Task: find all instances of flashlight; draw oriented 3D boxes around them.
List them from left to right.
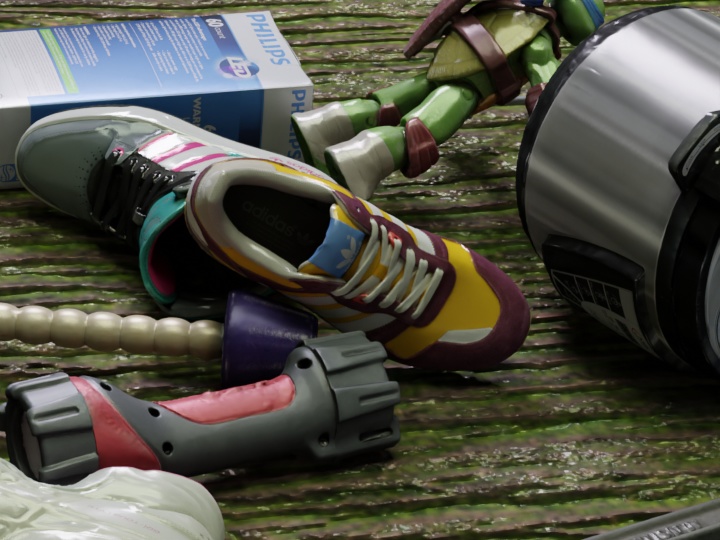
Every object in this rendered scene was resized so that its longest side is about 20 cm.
[{"bbox_3d":[-0.080,0.071,1.497,0.199,0.068,0.068,-13,31,-25],"label":"flashlight"}]

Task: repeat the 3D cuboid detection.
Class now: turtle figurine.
[{"bbox_3d":[0.071,-0.076,1.764,0.193,0.200,0.144,-25,60,-10],"label":"turtle figurine"}]

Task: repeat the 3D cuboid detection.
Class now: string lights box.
[{"bbox_3d":[-0.138,-0.105,1.795,0.199,0.059,0.103,-5,32,-16],"label":"string lights box"}]

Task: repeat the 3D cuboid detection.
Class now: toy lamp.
[{"bbox_3d":[-0.122,0.034,1.564,0.199,0.058,0.058,3,30,0],"label":"toy lamp"}]

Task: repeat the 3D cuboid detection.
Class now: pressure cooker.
[{"bbox_3d":[0.202,-0.036,1.610,0.175,0.179,0.200,-14,34,-35],"label":"pressure cooker"}]

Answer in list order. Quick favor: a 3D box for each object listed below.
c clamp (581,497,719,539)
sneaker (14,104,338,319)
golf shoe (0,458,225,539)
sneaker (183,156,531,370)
[{"bbox_3d":[0.193,0.158,1.424,0.199,0.027,0.171,-10,34,-25],"label":"c clamp"},{"bbox_3d":[-0.114,-0.030,1.655,0.199,0.084,0.121,13,21,11],"label":"sneaker"},{"bbox_3d":[-0.160,0.135,1.369,0.199,0.076,0.092,0,34,-6],"label":"golf shoe"},{"bbox_3d":[0.000,0.000,1.563,0.199,0.075,0.090,21,-3,-6],"label":"sneaker"}]
